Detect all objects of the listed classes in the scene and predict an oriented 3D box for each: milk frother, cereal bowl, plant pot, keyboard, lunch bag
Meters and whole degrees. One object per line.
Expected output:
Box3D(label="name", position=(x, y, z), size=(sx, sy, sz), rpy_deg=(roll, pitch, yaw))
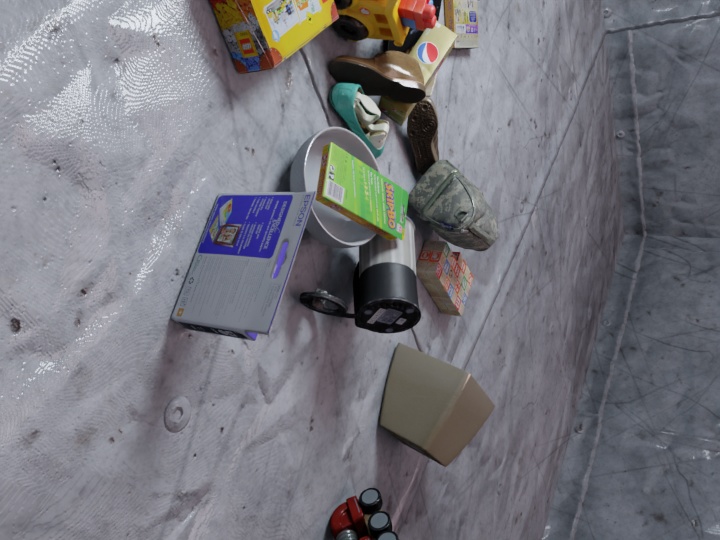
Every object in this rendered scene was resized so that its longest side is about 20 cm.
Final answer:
Box3D(label="milk frother", position=(0.000, 0.000, 1.117), size=(0.198, 0.179, 0.193), rpy_deg=(29, 45, -36))
Box3D(label="cereal bowl", position=(-0.048, -0.136, 1.060), size=(0.197, 0.082, 0.207), rpy_deg=(12, 73, -43))
Box3D(label="plant pot", position=(0.154, 0.310, 1.369), size=(0.180, 0.197, 0.200), rpy_deg=(-59, 140, -15))
Box3D(label="keyboard", position=(0.106, -0.506, 1.220), size=(0.200, 0.020, 0.129), rpy_deg=(-46, 156, -34))
Box3D(label="lunch bag", position=(0.222, -0.134, 1.393), size=(0.140, 0.168, 0.199), rpy_deg=(-49, 148, 11))

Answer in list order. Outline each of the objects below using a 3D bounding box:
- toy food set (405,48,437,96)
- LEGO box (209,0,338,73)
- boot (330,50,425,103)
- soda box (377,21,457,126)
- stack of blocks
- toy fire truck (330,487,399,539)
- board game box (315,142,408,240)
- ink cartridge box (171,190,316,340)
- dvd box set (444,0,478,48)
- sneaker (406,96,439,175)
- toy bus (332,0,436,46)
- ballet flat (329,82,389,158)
Box3D(label="toy food set", position=(0.123, -0.492, 1.320), size=(0.199, 0.059, 0.148), rpy_deg=(36, 64, -52))
Box3D(label="LEGO box", position=(-0.129, -0.415, 0.926), size=(0.201, 0.075, 0.152), rpy_deg=(-53, 135, -40))
Box3D(label="boot", position=(0.032, -0.375, 1.150), size=(0.194, 0.073, 0.078), rpy_deg=(7, 72, -27))
Box3D(label="soda box", position=(0.114, -0.399, 1.241), size=(0.203, 0.063, 0.068), rpy_deg=(-58, 179, -9))
Box3D(label="stack of blocks", position=(0.210, 0.009, 1.518), size=(0.201, 0.057, 0.118), rpy_deg=(52, 52, -46))
Box3D(label="toy fire truck", position=(-0.024, 0.549, 1.176), size=(0.194, 0.176, 0.132), rpy_deg=(-18, 116, -9))
Box3D(label="board game box", position=(0.009, -0.127, 1.040), size=(0.197, 0.030, 0.099), rpy_deg=(24, 65, -38))
Box3D(label="ink cartridge box", position=(-0.151, -0.010, 0.834), size=(0.043, 0.196, 0.203), rpy_deg=(37, 64, -47))
Box3D(label="dvd box set", position=(0.250, -0.657, 1.519), size=(0.145, 0.029, 0.207), rpy_deg=(-28, 118, -52))
Box3D(label="sneaker", position=(0.139, -0.307, 1.358), size=(0.203, 0.068, 0.077), rpy_deg=(81, 12, -48))
Box3D(label="toy bus", position=(0.040, -0.480, 1.050), size=(0.139, 0.187, 0.200), rpy_deg=(-67, 161, -6))
Box3D(label="ballet flat", position=(0.015, -0.280, 1.171), size=(0.200, 0.069, 0.069), rpy_deg=(44, 61, -50))
